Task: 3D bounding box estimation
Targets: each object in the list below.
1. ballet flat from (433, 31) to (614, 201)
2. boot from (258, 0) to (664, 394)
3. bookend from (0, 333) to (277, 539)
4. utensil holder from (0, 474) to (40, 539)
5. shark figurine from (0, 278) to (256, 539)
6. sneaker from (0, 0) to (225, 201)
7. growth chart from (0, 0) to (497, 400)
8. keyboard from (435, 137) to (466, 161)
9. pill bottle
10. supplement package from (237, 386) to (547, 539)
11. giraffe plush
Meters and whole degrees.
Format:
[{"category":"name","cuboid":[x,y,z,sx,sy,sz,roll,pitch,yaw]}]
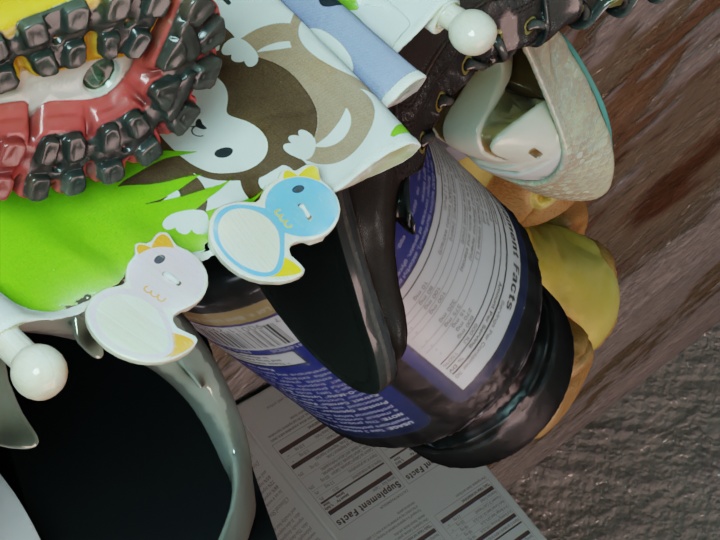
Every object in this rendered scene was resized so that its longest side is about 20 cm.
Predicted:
[{"category":"ballet flat","cuboid":[0.040,-0.080,0.975,0.062,0.067,0.200,-57,141,-27]},{"category":"boot","cuboid":[0.038,-0.075,0.875,0.174,0.201,0.069,-23,-156,-29]},{"category":"bookend","cuboid":[-0.104,0.139,1.054,0.092,0.200,0.199,-7,144,-22]},{"category":"utensil holder","cuboid":[-0.219,0.145,0.888,0.200,0.170,0.170,-31,166,-48]},{"category":"shark figurine","cuboid":[-0.110,0.016,0.901,0.089,0.214,0.129,21,-92,65]},{"category":"sneaker","cuboid":[-0.137,-0.048,0.634,0.199,0.082,0.078,-14,138,-29]},{"category":"growth chart","cuboid":[-0.057,-0.048,0.704,0.200,0.145,0.018,-38,150,-36]},{"category":"keyboard","cuboid":[-0.014,-0.044,1.049,0.199,0.011,0.056,-25,129,4]},{"category":"pill bottle","cuboid":[0.000,0.000,1.000,0.112,0.112,0.200,-42,140,7]},{"category":"supplement package","cuboid":[-0.009,0.176,1.659,0.150,0.200,0.152,-28,165,-48]},{"category":"giraffe plush","cuboid":[0.039,-0.043,1.160,0.199,0.173,0.162,4,136,-21]}]
